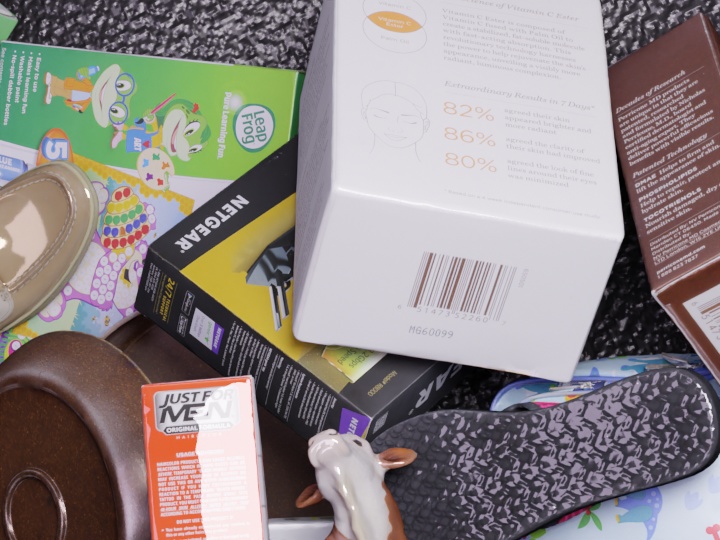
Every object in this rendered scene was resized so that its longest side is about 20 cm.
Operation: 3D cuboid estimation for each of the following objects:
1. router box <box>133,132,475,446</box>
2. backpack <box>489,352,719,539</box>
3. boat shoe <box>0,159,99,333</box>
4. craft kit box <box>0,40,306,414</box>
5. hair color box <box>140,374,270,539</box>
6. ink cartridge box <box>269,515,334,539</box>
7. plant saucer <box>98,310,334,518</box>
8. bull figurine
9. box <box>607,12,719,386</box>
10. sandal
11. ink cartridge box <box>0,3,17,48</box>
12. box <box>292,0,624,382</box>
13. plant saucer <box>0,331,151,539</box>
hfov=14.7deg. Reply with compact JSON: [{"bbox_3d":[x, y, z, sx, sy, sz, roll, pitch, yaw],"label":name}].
[{"bbox_3d":[0.000,0.000,1.517,0.157,0.200,0.052,36,138,17],"label":"router box"},{"bbox_3d":[0.173,0.134,1.468,0.199,0.147,0.184,-7,86,18],"label":"backpack"},{"bbox_3d":[-0.237,0.009,1.622,0.200,0.065,0.072,-37,76,15],"label":"boat shoe"},{"bbox_3d":[-0.131,-0.027,1.642,0.196,0.048,0.202,7,90,17],"label":"craft kit box"},{"bbox_3d":[-0.074,0.163,1.416,0.061,0.102,0.202,-4,76,-2],"label":"hair color box"},{"bbox_3d":[-0.004,0.235,1.541,0.198,0.047,0.199,-1,88,-5],"label":"ink cartridge box"},{"bbox_3d":[-0.071,0.098,1.581,0.199,0.035,0.202,4,116,8],"label":"plant saucer"},{"bbox_3d":[-0.004,0.181,1.385,0.065,0.122,0.201,2,113,2],"label":"bull figurine"},{"bbox_3d":[0.187,-0.032,1.438,0.075,0.201,0.100,-28,123,18],"label":"box"},{"bbox_3d":[0.093,0.097,1.407,0.199,0.045,0.076,-15,83,22],"label":"sandal"},{"bbox_3d":[-0.323,-0.113,1.682,0.146,0.084,0.201,38,100,29],"label":"ink cartridge box"},{"bbox_3d":[0.048,-0.056,1.463,0.151,0.201,0.107,9,131,-7],"label":"box"},{"bbox_3d":[-0.170,0.135,1.549,0.199,0.034,0.202,3,94,45],"label":"plant saucer"}]
